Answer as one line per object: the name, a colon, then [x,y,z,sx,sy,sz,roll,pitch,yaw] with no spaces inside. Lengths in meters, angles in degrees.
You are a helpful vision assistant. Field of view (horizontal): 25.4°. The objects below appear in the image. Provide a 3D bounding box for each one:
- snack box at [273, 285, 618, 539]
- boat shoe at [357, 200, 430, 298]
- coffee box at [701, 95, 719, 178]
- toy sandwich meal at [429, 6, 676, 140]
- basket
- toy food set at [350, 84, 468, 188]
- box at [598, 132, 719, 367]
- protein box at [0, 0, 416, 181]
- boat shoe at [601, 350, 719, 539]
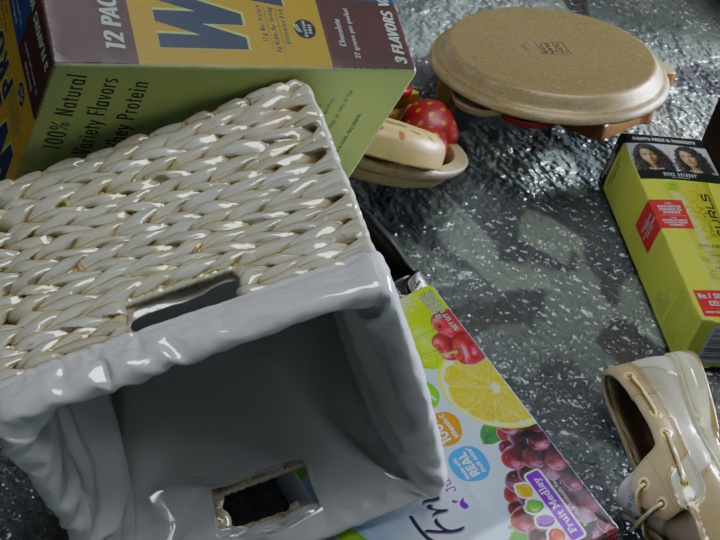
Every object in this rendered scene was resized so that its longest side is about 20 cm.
snack box: [0.033,0.116,0.923,0.142,0.053,0.200,-25,54,-18]
boat shoe: [0.000,0.000,1.055,0.067,0.057,0.200,-23,55,-36]
coffee box: [0.321,-0.046,1.168,0.079,0.115,0.201,2,44,-16]
toy sandwich meal: [0.145,-0.141,1.230,0.204,0.071,0.206,5,32,-3]
basket: [-0.078,0.038,0.833,0.197,0.200,0.161,-19,53,-2]
toy food set: [-0.015,-0.115,1.135,0.197,0.049,0.200,26,20,17]
box: [0.238,-0.017,1.157,0.075,0.050,0.201,4,43,-15]
protein box: [-0.109,-0.110,0.906,0.199,0.199,0.136,-3,61,-26]
boat shoe: [0.189,0.134,0.971,0.069,0.074,0.201,-3,43,-4]
